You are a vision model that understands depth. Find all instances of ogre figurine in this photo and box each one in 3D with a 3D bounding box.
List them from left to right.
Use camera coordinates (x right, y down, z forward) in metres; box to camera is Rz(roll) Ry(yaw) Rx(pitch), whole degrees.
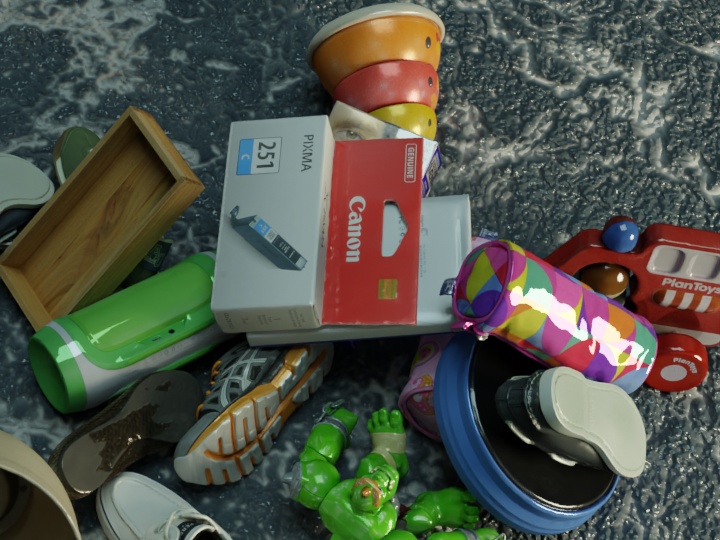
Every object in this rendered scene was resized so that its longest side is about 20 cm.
[{"bbox_3d":[0.020,0.198,1.526,0.201,0.098,0.120,54,41,6],"label":"ogre figurine"}]

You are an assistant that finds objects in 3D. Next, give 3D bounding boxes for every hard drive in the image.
[{"bbox_3d":[0.000,0.000,1.594,0.197,0.025,0.133,-4,58,7],"label":"hard drive"}]

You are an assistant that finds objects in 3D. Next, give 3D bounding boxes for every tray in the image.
[{"bbox_3d":[-0.235,-0.038,1.611,0.099,0.200,0.037,51,16,28],"label":"tray"}]

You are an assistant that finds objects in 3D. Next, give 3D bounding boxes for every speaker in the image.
[{"bbox_3d":[-0.192,0.053,1.601,0.199,0.089,0.089,-26,60,-28],"label":"speaker"}]

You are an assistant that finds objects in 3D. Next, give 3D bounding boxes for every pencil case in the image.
[{"bbox_3d":[0.098,0.060,1.654,0.087,0.088,0.201,19,50,4],"label":"pencil case"},{"bbox_3d":[0.164,0.045,1.541,0.199,0.088,0.089,25,42,-32],"label":"pencil case"}]

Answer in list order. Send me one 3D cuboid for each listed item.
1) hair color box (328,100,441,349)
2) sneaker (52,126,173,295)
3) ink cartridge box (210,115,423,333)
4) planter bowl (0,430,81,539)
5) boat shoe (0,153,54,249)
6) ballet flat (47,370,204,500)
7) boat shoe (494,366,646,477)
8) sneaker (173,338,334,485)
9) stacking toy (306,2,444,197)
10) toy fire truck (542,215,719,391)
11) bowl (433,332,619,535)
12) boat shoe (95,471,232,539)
[{"bbox_3d":[-0.014,-0.043,1.671,0.108,0.065,0.202,23,78,11],"label":"hair color box"},{"bbox_3d":[-0.223,-0.071,1.680,0.067,0.090,0.202,14,44,-43],"label":"sneaker"},{"bbox_3d":[-0.035,-0.044,1.586,0.174,0.045,0.202,-3,58,9],"label":"ink cartridge box"},{"bbox_3d":[-0.315,0.199,1.405,0.198,0.202,0.135,2,24,-10],"label":"planter bowl"},{"bbox_3d":[-0.342,-0.052,1.646,0.075,0.062,0.200,33,22,-1],"label":"boat shoe"},{"bbox_3d":[-0.202,0.141,1.530,0.200,0.046,0.068,-36,99,-52],"label":"ballet flat"},{"bbox_3d":[0.182,0.128,1.529,0.060,0.200,0.076,-9,61,31],"label":"boat shoe"},{"bbox_3d":[-0.105,0.113,1.585,0.077,0.079,0.200,23,46,25],"label":"sneaker"},{"bbox_3d":[0.033,-0.154,1.812,0.144,0.146,0.202,-7,72,-17],"label":"stacking toy"},{"bbox_3d":[0.262,0.013,1.672,0.198,0.169,0.113,11,50,-3],"label":"toy fire truck"},{"bbox_3d":[0.152,0.130,1.578,0.199,0.039,0.203,21,54,-32],"label":"bowl"},{"bbox_3d":[-0.143,0.229,1.480,0.072,0.066,0.200,-31,63,-30],"label":"boat shoe"}]
